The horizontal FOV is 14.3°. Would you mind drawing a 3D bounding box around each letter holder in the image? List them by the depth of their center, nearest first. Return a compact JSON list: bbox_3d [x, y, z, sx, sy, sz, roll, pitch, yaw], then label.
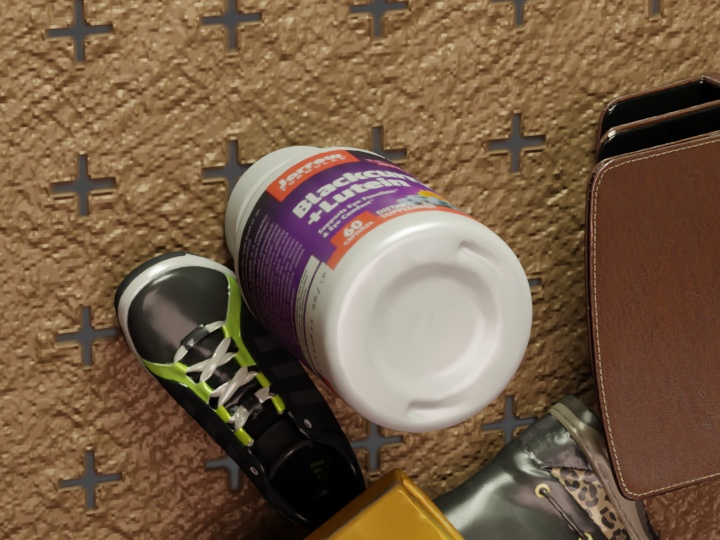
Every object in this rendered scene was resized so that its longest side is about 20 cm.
[{"bbox_3d":[0.170,0.010,1.596,0.142,0.101,0.201,-15,112,-20],"label":"letter holder"}]

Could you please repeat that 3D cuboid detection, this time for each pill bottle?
[{"bbox_3d":[0.000,0.000,1.472,0.111,0.200,0.112,-7,109,-20],"label":"pill bottle"}]

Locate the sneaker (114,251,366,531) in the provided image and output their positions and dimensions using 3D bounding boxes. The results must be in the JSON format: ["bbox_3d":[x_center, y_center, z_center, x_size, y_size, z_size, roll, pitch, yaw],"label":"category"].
[{"bbox_3d":[-0.051,0.070,1.541,0.072,0.083,0.200,-43,117,-4],"label":"sneaker"}]

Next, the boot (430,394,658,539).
[{"bbox_3d":[0.103,0.189,1.647,0.150,0.073,0.200,-28,111,-13],"label":"boot"}]

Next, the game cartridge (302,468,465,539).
[{"bbox_3d":[-0.002,0.228,1.562,0.200,0.032,0.176,-37,108,12],"label":"game cartridge"}]
